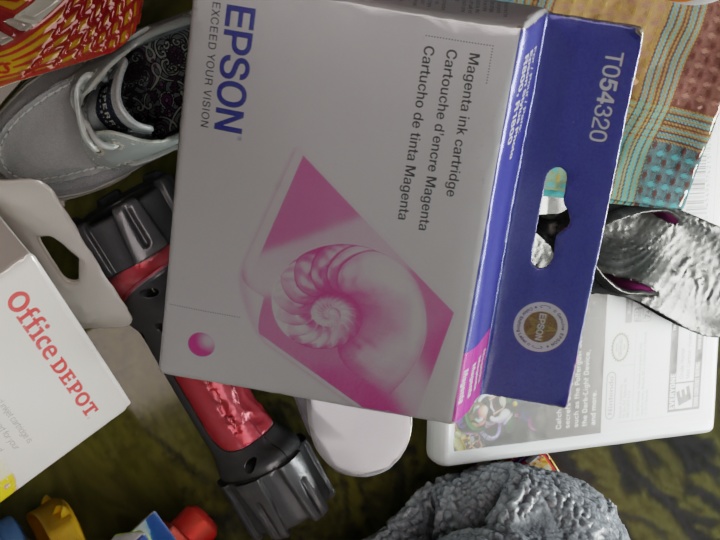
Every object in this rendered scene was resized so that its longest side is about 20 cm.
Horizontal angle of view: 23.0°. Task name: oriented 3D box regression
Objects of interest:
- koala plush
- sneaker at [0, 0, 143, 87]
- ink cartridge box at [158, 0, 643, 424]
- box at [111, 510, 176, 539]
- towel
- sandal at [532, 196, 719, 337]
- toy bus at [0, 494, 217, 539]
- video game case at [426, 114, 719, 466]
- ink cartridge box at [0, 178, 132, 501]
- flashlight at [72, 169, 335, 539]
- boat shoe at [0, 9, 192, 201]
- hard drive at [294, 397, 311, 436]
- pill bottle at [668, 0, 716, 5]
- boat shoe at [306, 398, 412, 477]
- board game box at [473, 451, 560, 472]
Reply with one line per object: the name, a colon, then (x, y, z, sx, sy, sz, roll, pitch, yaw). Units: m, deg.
koala plush: (0.080, 0.198, 0.879, 0.184, 0.200, 0.177, -44, 104, -1)
sneaker: (-0.202, -0.111, 0.843, 0.199, 0.077, 0.074, -13, 109, -25)
ink cartridge box: (0.014, -0.029, 0.806, 0.198, 0.043, 0.198, 9, 115, 3)
box: (-0.130, 0.220, 0.844, 0.200, 0.048, 0.122, -40, 97, -28)
towel: (0.090, -0.101, 0.838, 0.199, 0.022, 0.148, 6, 119, -21)
sandal: (0.141, -0.015, 0.927, 0.199, 0.048, 0.076, 15, 92, -29)
toy bus: (-0.160, 0.187, 0.925, 0.200, 0.136, 0.192, 45, 78, -13)
video game case: (0.120, -0.002, 0.960, 0.181, 0.023, 0.202, -4, 102, -27)
ink cartridge box: (-0.218, 0.038, 0.844, 0.200, 0.125, 0.129, -37, 142, -12)
flashlight: (-0.079, 0.048, 0.932, 0.068, 0.068, 0.201, -26, 103, 15)
boat shoe: (-0.109, -0.089, 0.874, 0.200, 0.071, 0.070, -23, 92, 16)
hard drive: (0.005, -0.024, 0.949, 0.134, 0.042, 0.201, -15, 105, -8)
pill bottle: (0.080, -0.190, 0.722, 0.199, 0.113, 0.114, 16, 99, -28)
boat shoe: (0.000, 0.000, 0.897, 0.070, 0.070, 0.202, -4, 92, 3)
board game box: (0.091, 0.217, 1.013, 0.151, 0.046, 0.201, -35, 105, -2)
